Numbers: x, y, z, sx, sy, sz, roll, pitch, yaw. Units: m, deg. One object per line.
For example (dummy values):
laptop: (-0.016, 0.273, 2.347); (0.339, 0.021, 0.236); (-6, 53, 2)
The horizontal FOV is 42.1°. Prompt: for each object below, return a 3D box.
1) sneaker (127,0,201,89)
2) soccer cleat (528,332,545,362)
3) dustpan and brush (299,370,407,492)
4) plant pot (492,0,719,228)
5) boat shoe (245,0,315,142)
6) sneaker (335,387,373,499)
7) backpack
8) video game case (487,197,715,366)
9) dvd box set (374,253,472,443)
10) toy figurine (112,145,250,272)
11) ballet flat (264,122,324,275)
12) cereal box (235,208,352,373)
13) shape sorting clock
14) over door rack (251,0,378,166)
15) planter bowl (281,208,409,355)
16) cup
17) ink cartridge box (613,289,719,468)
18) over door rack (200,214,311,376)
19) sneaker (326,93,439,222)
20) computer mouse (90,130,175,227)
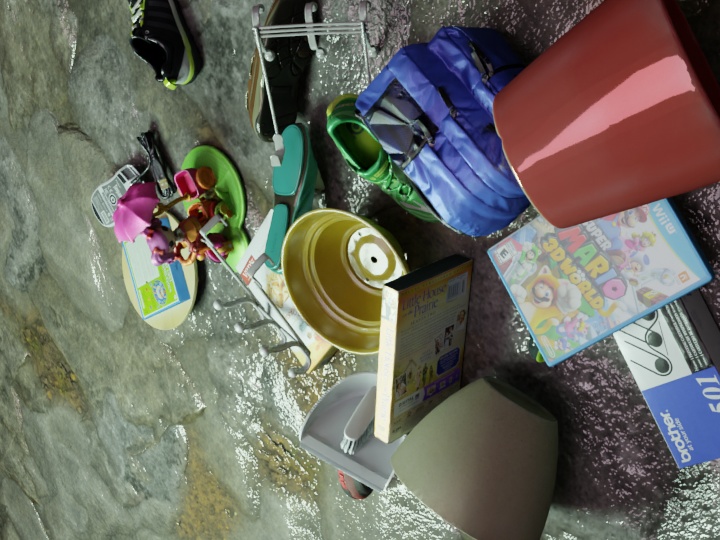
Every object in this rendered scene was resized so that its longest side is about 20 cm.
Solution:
sneaker: (-0.305, -0.358, 1.369); (0.072, 0.082, 0.202); (-40, 78, 43)
soccer cleat: (0.219, 0.003, 1.038); (0.081, 0.067, 0.203); (34, 120, 40)
dustpan and brush: (0.020, 0.164, 1.218); (0.138, 0.201, 0.058); (25, 154, 19)
plant pot: (0.228, -0.139, 0.846); (0.176, 0.200, 0.203); (-28, 86, 27)
boat shoe: (-0.116, -0.273, 1.234); (0.074, 0.075, 0.203); (45, 127, 44)
sneaker: (0.021, 0.246, 1.299); (0.097, 0.070, 0.204); (29, 122, 34)
backpack: (0.117, -0.148, 1.002); (0.168, 0.161, 0.202); (-43, 75, 39)
video game case: (0.241, -0.008, 0.965); (0.199, 0.018, 0.145); (-35, 77, 33)
dvd box set: (0.076, 0.093, 1.140); (0.029, 0.145, 0.204); (21, 120, 37)
toy figurine: (-0.274, -0.068, 1.378); (0.149, 0.183, 0.203); (-18, 94, 44)
ballet flat: (-0.085, -0.095, 1.265); (0.067, 0.070, 0.204); (11, 94, 44)
cereal box: (-0.089, 0.026, 1.342); (0.201, 0.039, 0.144); (52, 133, 15)
shape sorting clock: (-0.334, -0.003, 1.558); (0.198, 0.039, 0.204); (11, 106, 44)
over door rack: (-0.050, -0.232, 1.156); (0.145, 0.067, 0.203); (0, 121, 10)
planter bowl: (0.000, 0.000, 1.209); (0.198, 0.083, 0.204); (17, 124, 28)
cup: (0.154, 0.213, 1.102); (0.199, 0.199, 0.145); (34, 99, 29)
ink cartridge box: (0.332, 0.096, 0.974); (0.094, 0.044, 0.203); (-30, 84, 45)
over door rack: (-0.150, 0.042, 1.259); (0.147, 0.066, 0.202); (36, 153, 45)
sneaker: (0.030, -0.121, 1.117); (0.199, 0.084, 0.074); (40, 123, -10)
computer mouse: (-0.379, -0.140, 1.550); (0.199, 0.044, 0.111); (-28, 90, 39)
